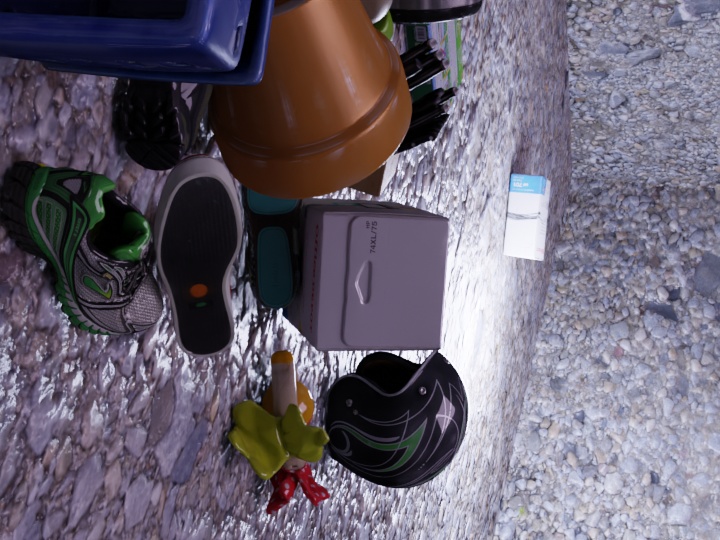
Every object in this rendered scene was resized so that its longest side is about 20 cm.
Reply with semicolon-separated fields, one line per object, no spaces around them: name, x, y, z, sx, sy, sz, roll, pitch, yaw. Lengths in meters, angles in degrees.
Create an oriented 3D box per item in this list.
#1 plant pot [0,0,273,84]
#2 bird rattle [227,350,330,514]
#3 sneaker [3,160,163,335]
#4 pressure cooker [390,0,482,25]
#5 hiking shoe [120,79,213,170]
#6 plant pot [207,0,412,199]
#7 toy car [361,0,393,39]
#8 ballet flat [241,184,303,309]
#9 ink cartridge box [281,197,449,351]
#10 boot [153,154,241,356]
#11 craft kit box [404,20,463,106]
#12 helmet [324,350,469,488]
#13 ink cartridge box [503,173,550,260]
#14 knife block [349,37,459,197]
plant pot;-0.154;-0.227;0.733;0.180;0.197;0.204;20;76;-79
bird rattle;-0.076;0.185;1.284;0.201;0.111;0.165;67;17;-62
sneaker;-0.197;-0.006;0.855;0.201;0.084;0.079;66;34;-58
pressure cooker;0.079;-0.436;1.441;0.178;0.174;0.203;-30;125;-48
hiking shoe;-0.164;-0.192;0.946;0.101;0.074;0.203;-61;160;-74
plant pot;-0.064;-0.203;1.030;0.184;0.197;0.202;71;30;-49
toy car;-0.043;-0.353;1.154;0.165;0.155;0.203;63;25;-65
ballet flat;-0.097;-0.061;1.208;0.074;0.073;0.203;-20;116;-70
ink cartridge box;0.000;0.000;1.245;0.200;0.144;0.149;-149;-118;-74
boot;-0.147;-0.045;0.954;0.202;0.071;0.145;97;-17;-44
craft kit box;0.126;-0.363;1.827;0.198;0.048;0.202;-61;151;-46
helmet;0.059;0.205;1.549;0.200;0.188;0.204;7;90;-73
ink cartridge box;0.417;-0.132;2.742;0.146;0.085;0.204;5;92;-72
knife block;0.000;-0.179;1.184;0.064;0.197;0.178;-57;162;-54
